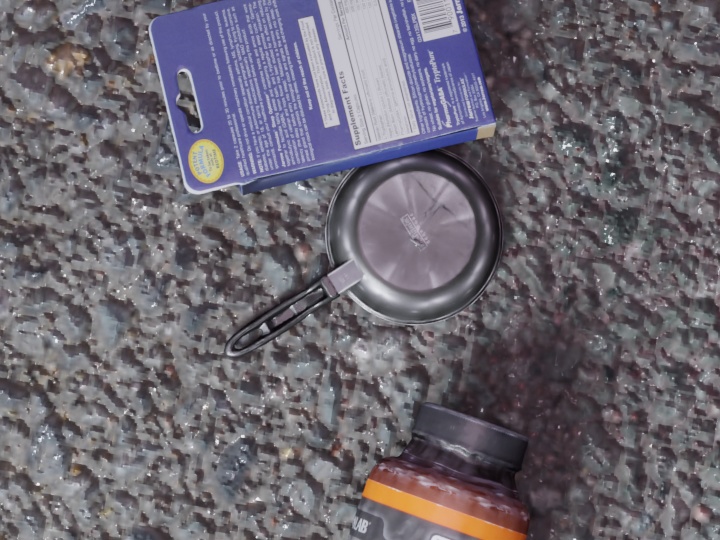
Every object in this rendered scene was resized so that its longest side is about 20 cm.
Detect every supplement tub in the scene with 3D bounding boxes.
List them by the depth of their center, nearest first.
[{"bbox_3d":[0.039,0.186,1.539,0.106,0.107,0.201,19,85,-2],"label":"supplement tub"}]

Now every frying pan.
[{"bbox_3d":[-0.002,-0.017,1.589,0.188,0.031,0.116,-10,86,-6],"label":"frying pan"}]

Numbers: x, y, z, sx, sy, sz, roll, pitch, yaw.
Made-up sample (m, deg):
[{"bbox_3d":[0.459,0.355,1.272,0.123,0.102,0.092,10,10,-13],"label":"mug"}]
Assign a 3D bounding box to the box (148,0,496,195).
[{"bbox_3d":[-0.025,-0.122,1.580,0.198,0.032,0.122,-13,78,-5],"label":"box"}]
